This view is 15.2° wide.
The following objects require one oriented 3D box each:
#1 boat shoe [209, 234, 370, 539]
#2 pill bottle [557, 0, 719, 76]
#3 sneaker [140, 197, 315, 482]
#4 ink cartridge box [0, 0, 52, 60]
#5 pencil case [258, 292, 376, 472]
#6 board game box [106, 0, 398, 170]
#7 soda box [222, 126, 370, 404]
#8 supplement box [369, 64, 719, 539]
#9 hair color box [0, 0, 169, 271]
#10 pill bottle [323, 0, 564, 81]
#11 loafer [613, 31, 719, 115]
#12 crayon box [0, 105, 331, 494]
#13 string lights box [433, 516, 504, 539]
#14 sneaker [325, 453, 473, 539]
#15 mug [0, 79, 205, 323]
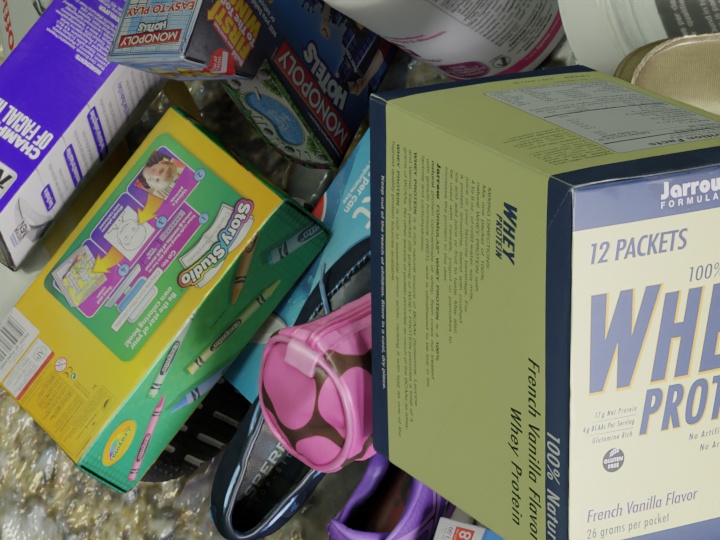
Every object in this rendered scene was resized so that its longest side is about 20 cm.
[{"bbox_3d":[-0.017,0.075,1.552,0.069,0.084,0.201,-109,44,-81],"label":"boat shoe"},{"bbox_3d":[0.216,-0.165,1.488,0.199,0.113,0.114,-14,67,31],"label":"pill bottle"},{"bbox_3d":[-0.099,0.039,1.675,0.080,0.074,0.201,23,77,40],"label":"sneaker"},{"bbox_3d":[-0.176,-0.233,1.760,0.200,0.084,0.147,126,137,-52],"label":"ink cartridge box"},{"bbox_3d":[0.039,0.031,1.491,0.199,0.094,0.091,-30,59,-27],"label":"pencil case"},{"bbox_3d":[-0.061,-0.161,1.593,0.061,0.200,0.201,1,50,36],"label":"board game box"},{"bbox_3d":[0.000,0.000,1.620,0.068,0.064,0.201,40,98,38],"label":"soda box"},{"bbox_3d":[0.108,0.019,1.354,0.200,0.134,0.201,29,124,58],"label":"supplement box"},{"bbox_3d":[-0.176,-0.106,1.632,0.065,0.109,0.200,34,76,9],"label":"hair color box"},{"bbox_3d":[0.032,-0.190,1.574,0.113,0.200,0.114,-13,67,32],"label":"pill bottle"},{"bbox_3d":[0.230,-0.093,1.411,0.199,0.067,0.077,1,81,0],"label":"loafer"},{"bbox_3d":[-0.125,0.016,1.612,0.200,0.058,0.119,-51,52,1],"label":"crayon box"},{"bbox_3d":[0.121,0.208,1.462,0.199,0.059,0.103,11,78,37],"label":"string lights box"},{"bbox_3d":[0.001,0.178,1.546,0.080,0.083,0.201,10,81,38],"label":"sneaker"},{"bbox_3d":[-0.194,-0.038,1.721,0.187,0.149,0.154,-51,56,45],"label":"mug"}]
